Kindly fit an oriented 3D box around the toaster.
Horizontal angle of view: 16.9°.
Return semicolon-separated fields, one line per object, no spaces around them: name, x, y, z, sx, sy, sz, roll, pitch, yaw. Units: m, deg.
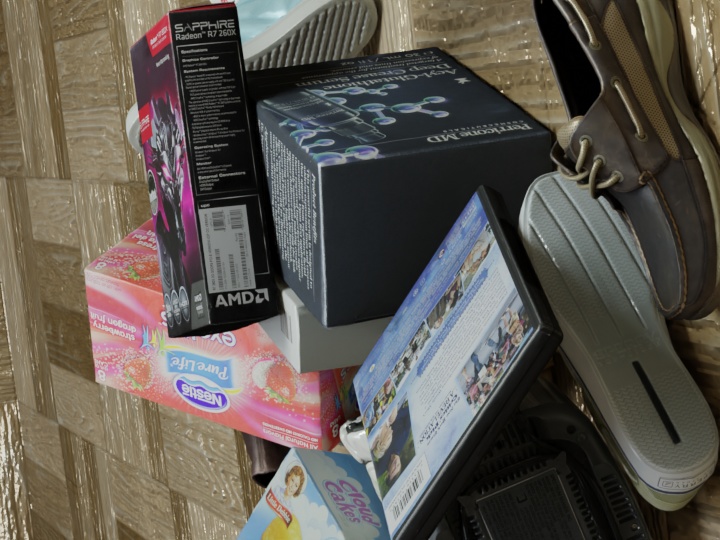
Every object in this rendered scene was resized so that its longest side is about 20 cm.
toaster;0.093;0.140;1.351;0.129;0.113;0.200;-113;-1;-80

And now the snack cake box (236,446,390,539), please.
snack cake box;-0.009;0.224;1.605;0.115;0.067;0.200;-61;38;23

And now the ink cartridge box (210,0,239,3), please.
ink cartridge box;-0.069;-0.289;1.785;0.145;0.083;0.200;-114;23;-43

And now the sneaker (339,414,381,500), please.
sneaker;0.031;0.126;1.626;0.081;0.075;0.200;64;-174;0

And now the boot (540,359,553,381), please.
boot;0.097;0.151;1.501;0.175;0.066;0.200;119;142;-82

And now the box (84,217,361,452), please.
box;-0.087;0.044;1.721;0.200;0.095;0.103;17;126;27

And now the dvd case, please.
dvd case;0.048;0.048;1.300;0.143;0.018;0.200;-57;17;16

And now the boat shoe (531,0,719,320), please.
boat shoe;0.133;-0.065;1.251;0.075;0.073;0.200;120;138;-64

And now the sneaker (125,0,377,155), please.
sneaker;-0.083;-0.152;1.742;0.074;0.200;0.082;59;-177;-40

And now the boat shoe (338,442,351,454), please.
boat shoe;-0.012;0.099;1.814;0.074;0.067;0.200;112;145;-60

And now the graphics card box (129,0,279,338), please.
graphics card box;-0.101;-0.060;1.547;0.125;0.051;0.200;164;98;-72

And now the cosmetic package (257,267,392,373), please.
cosmetic package;0.000;0.000;1.586;0.200;0.151;0.052;-133;36;-63

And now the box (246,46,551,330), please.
box;0.015;-0.056;1.514;0.200;0.148;0.107;-133;38;-61

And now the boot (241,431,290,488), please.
boot;-0.067;0.097;1.884;0.200;0.072;0.167;45;-146;-72

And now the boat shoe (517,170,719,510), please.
boat shoe;0.133;0.039;1.313;0.062;0.072;0.200;99;156;-58
